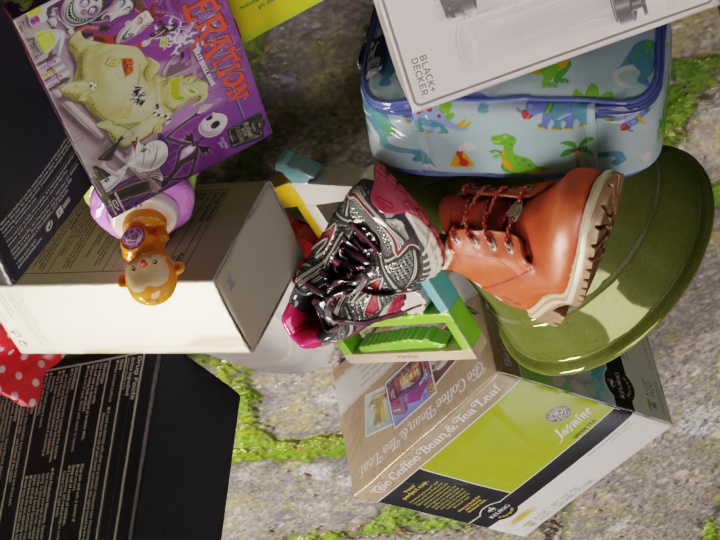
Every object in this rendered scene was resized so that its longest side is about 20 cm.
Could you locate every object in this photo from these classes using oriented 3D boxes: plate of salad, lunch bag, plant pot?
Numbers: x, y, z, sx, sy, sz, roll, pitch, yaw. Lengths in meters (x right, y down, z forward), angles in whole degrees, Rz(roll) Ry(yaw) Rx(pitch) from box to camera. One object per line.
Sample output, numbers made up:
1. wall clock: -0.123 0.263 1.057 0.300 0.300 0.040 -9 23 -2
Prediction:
1. plate of salad: -0.108 0.013 1.472 0.199 0.048 0.200 20 153 11
2. lunch bag: 0.101 -0.140 1.254 0.198 0.162 0.083 2 139 12
3. plant pot: 0.118 -0.058 1.388 0.199 0.201 0.190 -34 126 28

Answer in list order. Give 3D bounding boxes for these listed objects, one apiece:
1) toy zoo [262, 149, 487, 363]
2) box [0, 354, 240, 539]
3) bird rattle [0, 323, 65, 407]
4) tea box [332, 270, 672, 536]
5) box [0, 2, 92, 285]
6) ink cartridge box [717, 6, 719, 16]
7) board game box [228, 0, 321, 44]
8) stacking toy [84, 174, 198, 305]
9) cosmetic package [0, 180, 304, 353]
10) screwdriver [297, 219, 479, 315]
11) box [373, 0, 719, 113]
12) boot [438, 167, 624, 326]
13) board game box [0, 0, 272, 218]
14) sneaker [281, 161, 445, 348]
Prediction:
1. toy zoo: -0.006 -0.010 1.410 0.131 0.021 0.201 -5 130 42
2. box: -0.216 0.181 1.549 0.197 0.201 0.123 -11 148 31
3. bird rattle: -0.270 0.021 1.453 0.163 0.113 0.200 -40 140 11
4. tea box: 0.115 0.107 1.628 0.196 0.134 0.200 18 135 -34
5. box: -0.283 -0.113 1.178 0.199 0.104 0.183 22 150 24
6. ink cartridge box: 0.238 -0.250 1.172 0.084 0.145 0.200 -16 144 7
7. board game box: -0.111 -0.180 1.214 0.199 0.102 0.048 -26 142 20
8. stacking toy: -0.147 -0.060 1.281 0.115 0.201 0.110 -13 143 5
9. cosmetic package: -0.151 0.000 1.337 0.199 0.106 0.071 0 133 30
10. screwdriver: 0.001 -0.007 1.457 0.199 0.029 0.028 19 141 13
11. box: 0.104 -0.185 1.147 0.199 0.060 0.117 -20 120 1
12. boot: 0.102 -0.024 1.228 0.107 0.075 0.200 24 161 -1
13. board game box: -0.128 -0.120 1.150 0.120 0.032 0.200 -32 148 -9
14. sneaker: 0.000 0.000 1.297 0.074 0.081 0.200 -32 164 -23
